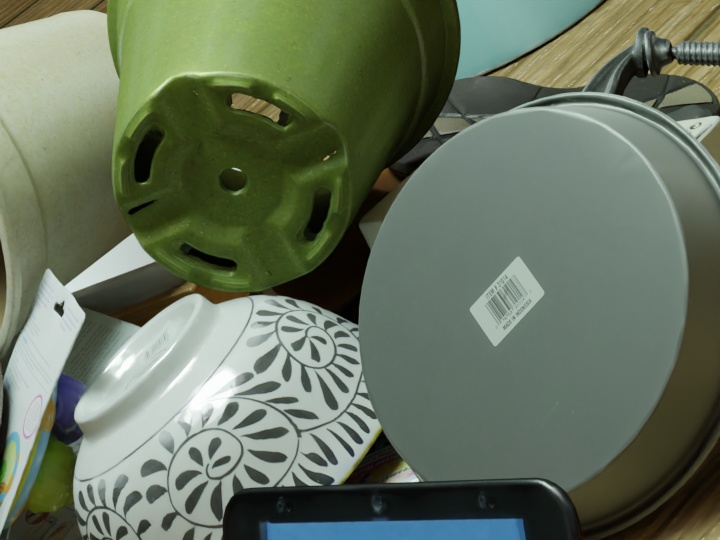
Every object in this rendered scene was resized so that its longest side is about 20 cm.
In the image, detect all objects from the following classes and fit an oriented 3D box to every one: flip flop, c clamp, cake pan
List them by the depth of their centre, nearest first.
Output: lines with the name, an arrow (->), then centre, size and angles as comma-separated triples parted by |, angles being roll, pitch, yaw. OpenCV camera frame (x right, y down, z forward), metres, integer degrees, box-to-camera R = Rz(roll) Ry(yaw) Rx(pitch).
cake pan -> 0.076, 0.018, 1.030 | 0.199, 0.202, 0.037 | -17, -20, 36
c clamp -> 0.213, -0.099, 1.263 | 0.198, 0.027, 0.171 | 0, 41, 12
flip flop -> 0.109, -0.072, 1.372 | 0.198, 0.058, 0.081 | -5, 40, 8

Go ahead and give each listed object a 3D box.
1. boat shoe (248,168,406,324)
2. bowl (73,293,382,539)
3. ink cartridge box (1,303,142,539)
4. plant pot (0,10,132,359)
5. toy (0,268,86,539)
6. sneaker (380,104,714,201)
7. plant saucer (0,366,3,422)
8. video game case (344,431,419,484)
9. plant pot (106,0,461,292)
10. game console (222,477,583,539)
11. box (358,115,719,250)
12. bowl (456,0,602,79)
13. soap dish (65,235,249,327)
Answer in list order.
boat shoe -> 0.000, 0.000, 1.354 | 0.200, 0.070, 0.071 | -30, -32, -45
bowl -> -0.079, 0.075, 1.182 | 0.200, 0.094, 0.201 | -40, 15, 13
ink cartridge box -> -0.169, 0.102, 1.350 | 0.199, 0.047, 0.160 | 18, 60, 38
plant pot -> -0.206, -0.061, 1.380 | 0.200, 0.202, 0.183 | -12, 14, 45
toy -> -0.175, 0.109, 1.245 | 0.201, 0.047, 0.115 | -66, 21, 4
sneaker -> 0.099, -0.043, 1.281 | 0.199, 0.091, 0.076 | -29, 17, 1
plant saucer -> -0.238, 0.109, 1.270 | 0.200, 0.034, 0.201 | -45, 34, 42
video game case -> 0.044, 0.067, 1.188 | 0.199, 0.024, 0.182 | -25, 20, 15
plant pot -> -0.054, -0.086, 1.242 | 0.199, 0.201, 0.190 | -24, 24, 20
game console -> -0.014, 0.174, 0.848 | 0.199, 0.119, 0.172 | -9, 28, 50
box -> 0.099, -0.016, 1.161 | 0.199, 0.083, 0.068 | -4, 31, 48
bowl -> 0.089, -0.228, 1.758 | 0.200, 0.105, 0.201 | -28, 17, 10
soap dish -> -0.149, 0.019, 1.521 | 0.199, 0.082, 0.158 | -21, 20, 28
